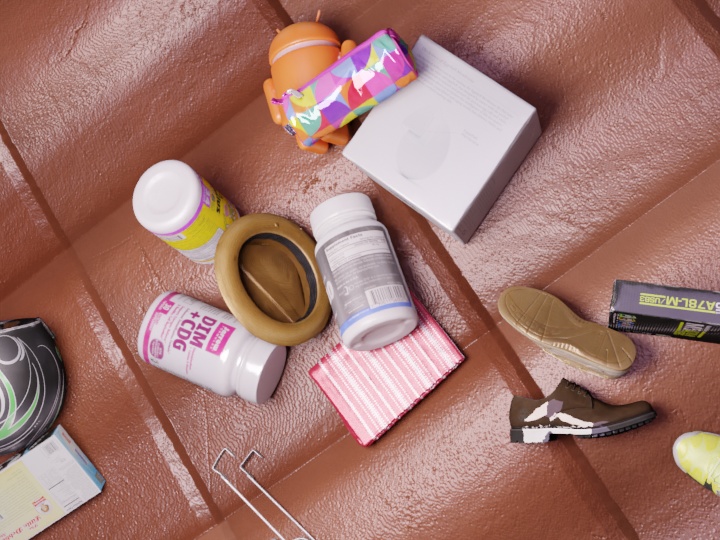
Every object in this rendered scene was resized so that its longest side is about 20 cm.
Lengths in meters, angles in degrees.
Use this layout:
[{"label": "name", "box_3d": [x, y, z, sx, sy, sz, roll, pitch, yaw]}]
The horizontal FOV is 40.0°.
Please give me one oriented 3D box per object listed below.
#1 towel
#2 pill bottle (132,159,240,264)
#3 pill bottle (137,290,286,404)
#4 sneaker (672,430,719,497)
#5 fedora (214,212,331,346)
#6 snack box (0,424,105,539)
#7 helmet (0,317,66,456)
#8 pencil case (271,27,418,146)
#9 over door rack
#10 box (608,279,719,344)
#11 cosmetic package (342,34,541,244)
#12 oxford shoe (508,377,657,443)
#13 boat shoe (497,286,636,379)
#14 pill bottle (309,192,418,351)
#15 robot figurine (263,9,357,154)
[{"label": "towel", "box_3d": [0.035, 0.139, 1.427, 0.199, 0.022, 0.145, -41, 73, 4]}, {"label": "pill bottle", "box_3d": [-0.237, -0.074, 1.426, 0.102, 0.200, 0.106, -6, 70, 17]}, {"label": "pill bottle", "box_3d": [-0.216, 0.115, 1.447, 0.197, 0.113, 0.115, 20, 88, 16]}, {"label": "sneaker", "box_3d": [0.494, 0.271, 1.262, 0.198, 0.076, 0.076, 32, 93, 17]}, {"label": "fedora", "box_3d": [-0.135, 0.020, 1.438, 0.082, 0.198, 0.204, -32, 71, 54]}, {"label": "snack box", "box_3d": [-0.503, 0.337, 1.508, 0.198, 0.037, 0.117, -33, 106, 8]}, {"label": "helmet", "box_3d": [-0.542, 0.179, 1.484, 0.196, 0.200, 0.195, -7, 96, 13]}, {"label": "pencil case", "box_3d": [-0.019, -0.247, 1.338, 0.198, 0.088, 0.090, -30, 77, 13]}, {"label": "over door rack", "box_3d": [-0.133, 0.348, 1.380, 0.066, 0.148, 0.201, -37, 76, 1]}, {"label": "box", "box_3d": [0.412, 0.057, 1.247, 0.189, 0.200, 0.048, 10, 83, 14]}, {"label": "cosmetic package", "box_3d": [0.118, -0.181, 1.393, 0.198, 0.123, 0.202, 36, 93, 17]}, {"label": "oxford shoe", "box_3d": [0.296, 0.185, 1.327, 0.196, 0.073, 0.086, -6, 80, 14]}, {"label": "boat shoe", "box_3d": [0.275, 0.092, 1.344, 0.198, 0.070, 0.074, 30, 66, 21]}, {"label": "pill bottle", "box_3d": [0.000, 0.000, 1.398, 0.112, 0.114, 0.203, -24, 67, 10]}, {"label": "robot figurine", "box_3d": [-0.071, -0.278, 1.458, 0.115, 0.144, 0.204, -9, 79, -22]}]
